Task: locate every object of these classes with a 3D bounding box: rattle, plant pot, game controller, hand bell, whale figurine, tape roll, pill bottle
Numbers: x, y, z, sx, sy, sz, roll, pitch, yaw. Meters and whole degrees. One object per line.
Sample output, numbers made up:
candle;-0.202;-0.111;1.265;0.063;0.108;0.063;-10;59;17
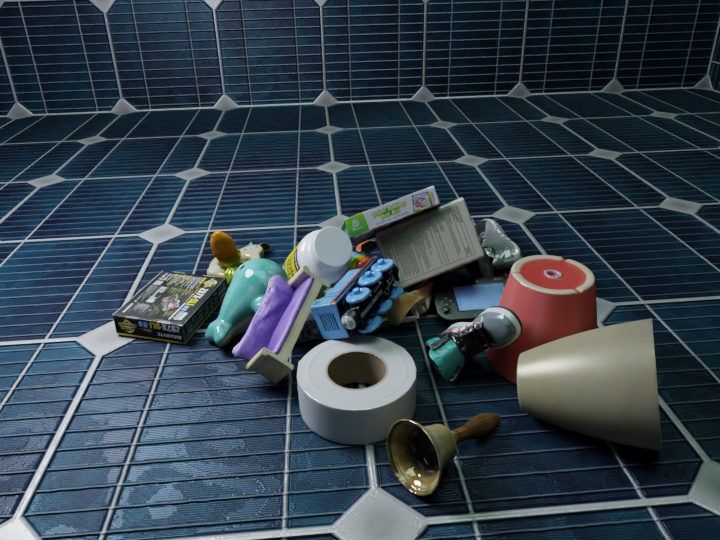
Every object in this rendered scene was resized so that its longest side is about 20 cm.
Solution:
rattle;-0.286;-0.065;1.436;0.128;0.145;0.200;-6;28;33
plant pot;0.329;0.083;1.076;0.196;0.180;0.201;-1;27;0
game controller;0.247;0.059;1.248;0.196;0.042;0.106;-4;58;-6
hand bell;0.144;0.244;0.900;0.198;0.106;0.104;-10;27;-40
rattle;0.101;-0.091;1.409;0.197;0.145;0.130;16;19;8
whale figurine;-0.230;0.057;1.192;0.200;0.105;0.158;-43;26;-22
tape roll;-0.006;0.191;1.004;0.198;0.072;0.203;-1;29;1
plant pot;0.348;0.171;0.933;0.197;0.190;0.188;-4;24;26
pill bottle;-0.087;-0.017;1.251;0.110;0.113;0.200;-17;-11;-27

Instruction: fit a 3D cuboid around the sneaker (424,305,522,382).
sneaker;0.177;0.129;1.037;0.120;0.084;0.200;-36;0;-32

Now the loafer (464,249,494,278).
loafer;0.231;-0.044;1.345;0.069;0.203;0.068;-19;-12;-22

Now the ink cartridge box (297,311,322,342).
ink cartridge box;-0.063;0.088;1.224;0.196;0.051;0.109;-7;27;-12

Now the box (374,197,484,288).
box;0.141;-0.051;1.266;0.197;0.130;0.109;-21;-4;4

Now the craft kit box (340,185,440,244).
craft kit box;0.055;-0.109;1.287;0.194;0.049;0.200;-19;-2;-6

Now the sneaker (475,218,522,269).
sneaker;0.294;-0.062;1.465;0.113;0.076;0.200;-12;30;-14

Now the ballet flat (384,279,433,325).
ballet flat;0.104;0.070;1.237;0.199;0.068;0.064;-17;73;-55

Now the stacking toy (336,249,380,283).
stacking toy;0.000;0.000;1.279;0.084;0.087;0.200;-11;7;-17

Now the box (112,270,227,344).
box;-0.391;0.071;1.271;0.157;0.050;0.201;7;29;11

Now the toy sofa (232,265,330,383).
toy sofa;-0.140;0.087;1.085;0.097;0.083;0.202;34;51;-13

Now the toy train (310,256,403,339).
toy train;-0.001;0.045;1.103;0.113;0.088;0.200;-7;25;32
